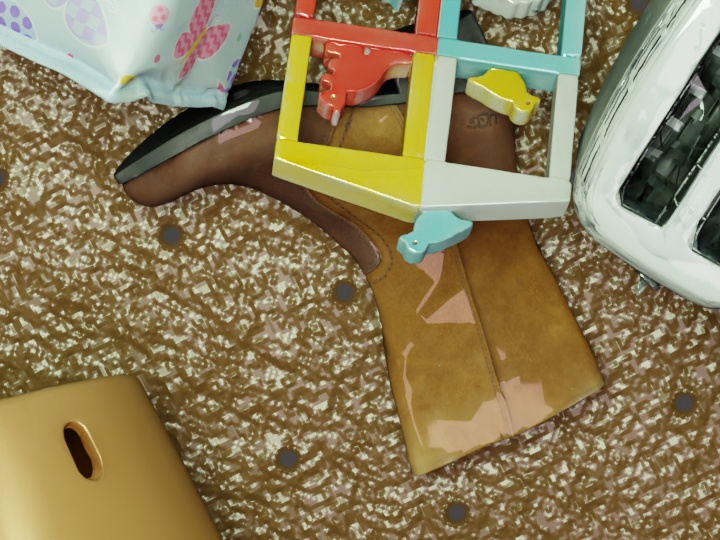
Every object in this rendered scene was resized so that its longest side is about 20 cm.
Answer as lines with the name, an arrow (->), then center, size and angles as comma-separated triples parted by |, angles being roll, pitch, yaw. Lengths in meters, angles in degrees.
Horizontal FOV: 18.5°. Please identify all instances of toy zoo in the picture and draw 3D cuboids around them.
toy zoo -> 0.033, -0.098, 0.980 | 0.131, 0.020, 0.201 | 9, 67, -2

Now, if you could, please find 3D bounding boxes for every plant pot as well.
plant pot -> -0.151, 0.131, 1.007 | 0.199, 0.200, 0.140 | -16, 85, 3

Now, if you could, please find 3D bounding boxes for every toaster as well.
toaster -> 0.160, -0.066, 0.945 | 0.113, 0.129, 0.200 | 33, 106, 2

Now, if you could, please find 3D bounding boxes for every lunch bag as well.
lunch bag -> -0.128, -0.185, 0.962 | 0.200, 0.127, 0.170 | 26, 102, 20

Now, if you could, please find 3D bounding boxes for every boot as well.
boot -> 0.000, 0.000, 1.040 | 0.188, 0.068, 0.201 | -21, 104, -9

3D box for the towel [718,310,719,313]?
towel -> 0.287, 0.048, 1.024 | 0.199, 0.032, 0.191 | -20, 119, 18
